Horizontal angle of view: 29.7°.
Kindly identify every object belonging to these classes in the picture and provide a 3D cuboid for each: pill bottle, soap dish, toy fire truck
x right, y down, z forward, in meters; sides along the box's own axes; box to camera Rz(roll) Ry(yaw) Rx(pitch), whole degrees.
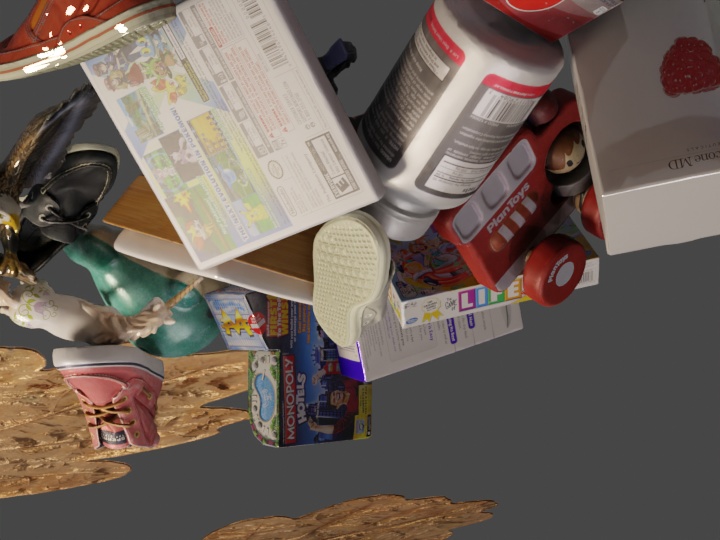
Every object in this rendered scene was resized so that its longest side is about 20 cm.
[{"bbox_3d":[0.065,-0.120,1.080,0.110,0.111,0.200,9,132,-32],"label":"pill bottle"},{"bbox_3d":[-0.121,-0.030,1.255,0.157,0.081,0.200,16,179,-41],"label":"soap dish"},{"bbox_3d":[0.158,-0.077,1.222,0.200,0.112,0.168,-48,143,-9],"label":"toy fire truck"}]

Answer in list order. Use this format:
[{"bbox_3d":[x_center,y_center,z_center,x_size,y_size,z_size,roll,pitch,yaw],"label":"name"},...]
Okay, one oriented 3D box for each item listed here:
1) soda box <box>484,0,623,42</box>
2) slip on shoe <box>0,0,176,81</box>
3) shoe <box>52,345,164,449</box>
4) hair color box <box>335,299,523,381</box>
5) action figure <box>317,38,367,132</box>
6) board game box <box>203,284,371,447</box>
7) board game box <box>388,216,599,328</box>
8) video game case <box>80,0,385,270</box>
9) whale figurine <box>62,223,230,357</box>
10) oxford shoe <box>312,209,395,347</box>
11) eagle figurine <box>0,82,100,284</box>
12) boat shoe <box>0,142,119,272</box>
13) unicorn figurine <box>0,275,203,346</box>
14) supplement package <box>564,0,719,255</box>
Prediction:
[{"bbox_3d":[0.100,-0.235,0.957,0.070,0.064,0.200,-25,150,35],"label":"soda box"},{"bbox_3d":[-0.214,-0.184,1.000,0.200,0.061,0.074,-13,-169,43],"label":"slip on shoe"},{"bbox_3d":[-0.236,0.124,1.297,0.071,0.091,0.200,-3,170,9],"label":"shoe"},{"bbox_3d":[0.066,0.033,1.418,0.200,0.110,0.065,-16,-168,-25],"label":"hair color box"},{"bbox_3d":[-0.026,-0.109,1.167,0.193,0.105,0.200,-4,159,-29],"label":"action figure"},{"bbox_3d":[-0.072,0.077,1.398,0.062,0.201,0.200,-2,177,40],"label":"board game box"},{"bbox_3d":[0.116,-0.016,1.338,0.199,0.135,0.034,-13,127,-10],"label":"board game box"},{"bbox_3d":[-0.101,-0.114,1.060,0.182,0.200,0.022,-20,-163,28],"label":"video game case"},{"bbox_3d":[-0.225,0.021,1.380,0.159,0.104,0.200,11,164,44],"label":"whale figurine"},{"bbox_3d":[0.000,0.000,1.140,0.058,0.075,0.200,-34,162,-20],"label":"oxford shoe"},{"bbox_3d":[-0.307,-0.083,1.138,0.151,0.200,0.152,21,-154,23],"label":"eagle figurine"},{"bbox_3d":[-0.282,-0.051,1.264,0.074,0.066,0.199,15,149,-39],"label":"boat shoe"},{"bbox_3d":[-0.261,0.042,1.285,0.199,0.074,0.137,2,178,-17],"label":"unicorn figurine"},{"bbox_3d":[0.230,-0.133,1.054,0.121,0.201,0.120,-11,156,9],"label":"supplement package"}]
